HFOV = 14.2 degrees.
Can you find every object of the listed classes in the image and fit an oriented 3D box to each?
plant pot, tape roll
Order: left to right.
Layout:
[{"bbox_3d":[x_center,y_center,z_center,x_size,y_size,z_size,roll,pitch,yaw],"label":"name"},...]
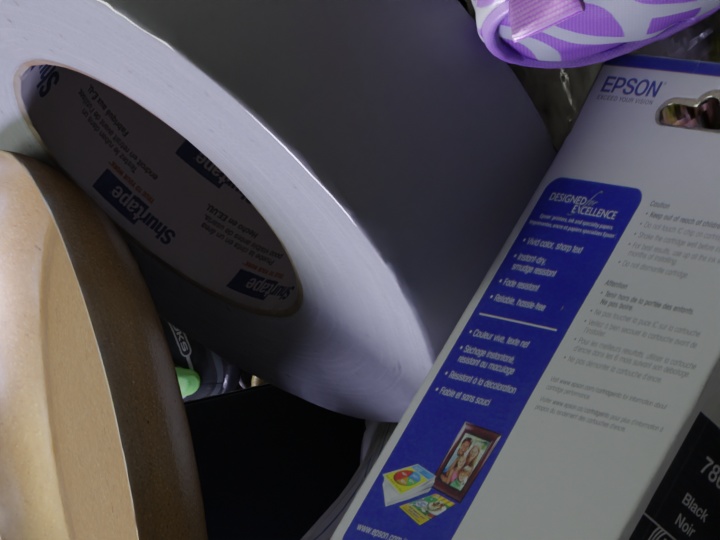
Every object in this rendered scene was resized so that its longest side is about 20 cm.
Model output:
[{"bbox_3d":[-0.080,0.061,0.860,0.200,0.027,0.201,170,90,-71],"label":"plant pot"},{"bbox_3d":[-0.039,-0.045,0.832,0.200,0.066,0.200,34,161,13],"label":"tape roll"}]

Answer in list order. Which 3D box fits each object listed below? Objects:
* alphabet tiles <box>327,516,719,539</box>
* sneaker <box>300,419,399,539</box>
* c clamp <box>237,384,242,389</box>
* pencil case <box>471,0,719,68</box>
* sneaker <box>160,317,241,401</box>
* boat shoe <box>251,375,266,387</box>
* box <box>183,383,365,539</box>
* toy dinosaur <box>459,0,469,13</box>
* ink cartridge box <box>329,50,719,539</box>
[{"bbox_3d":[0.057,0.078,0.739,0.008,0.200,0.167,41,-173,-34],"label":"alphabet tiles"},{"bbox_3d":[0.021,0.075,0.851,0.087,0.074,0.200,-51,15,54],"label":"sneaker"},{"bbox_3d":[-0.112,0.052,1.193,0.027,0.199,0.171,-62,8,25],"label":"c clamp"},{"bbox_3d":[0.041,-0.152,0.760,0.085,0.084,0.201,9,-121,-62],"label":"pencil case"},{"bbox_3d":[-0.085,-0.002,1.218,0.200,0.083,0.077,-98,24,-53],"label":"sneaker"},{"bbox_3d":[0.000,0.000,0.989,0.200,0.062,0.073,96,156,-47],"label":"boat shoe"},{"bbox_3d":[-0.015,0.138,0.988,0.200,0.148,0.107,97,153,-43],"label":"box"},{"bbox_3d":[0.009,-0.142,0.889,0.200,0.102,0.136,-67,-2,-58],"label":"toy dinosaur"},{"bbox_3d":[0.058,0.038,0.736,0.039,0.200,0.099,39,165,-34],"label":"ink cartridge box"}]
